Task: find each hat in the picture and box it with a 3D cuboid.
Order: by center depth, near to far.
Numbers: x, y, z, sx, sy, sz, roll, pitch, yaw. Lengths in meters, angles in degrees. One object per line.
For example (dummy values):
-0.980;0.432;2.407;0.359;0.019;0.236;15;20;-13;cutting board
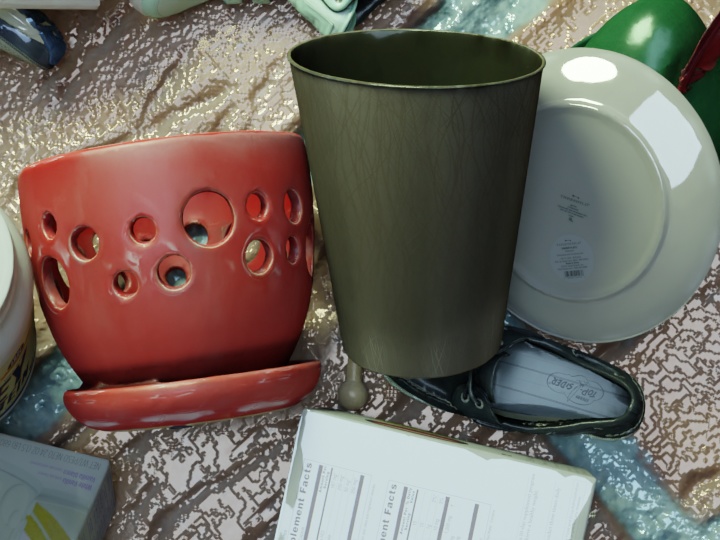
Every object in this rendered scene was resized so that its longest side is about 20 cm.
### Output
0.188;-0.156;0.920;0.200;0.177;0.165;-42;59;-12;hat

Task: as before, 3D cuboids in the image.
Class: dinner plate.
0.146;-0.047;0.945;0.198;0.024;0.203;9;108;30;dinner plate

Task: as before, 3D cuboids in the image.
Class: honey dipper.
0.000;0.000;1.020;0.037;0.038;0.204;5;88;6;honey dipper

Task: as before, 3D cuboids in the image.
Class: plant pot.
-0.125;0.010;0.948;0.197;0.200;0.186;-5;88;5;plant pot

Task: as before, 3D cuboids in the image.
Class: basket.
0.037;-0.044;0.927;0.178;0.135;0.203;15;118;34;basket

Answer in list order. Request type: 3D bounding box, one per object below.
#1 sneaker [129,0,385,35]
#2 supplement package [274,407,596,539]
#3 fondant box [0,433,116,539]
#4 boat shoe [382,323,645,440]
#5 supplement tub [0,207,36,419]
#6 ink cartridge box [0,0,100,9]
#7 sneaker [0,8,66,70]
-0.066;-0.209;1.024;0.198;0.074;0.119;-26;75;0;sneaker
0.050;0.168;0.953;0.197;0.114;0.111;13;86;6;supplement package
-0.268;0.208;0.955;0.142;0.059;0.202;12;48;6;fondant box
0.104;0.076;0.982;0.197;0.066;0.076;19;87;8;boat shoe
-0.283;0.026;0.907;0.143;0.200;0.147;4;71;-11;supplement tub
-0.282;-0.262;0.994;0.197;0.088;0.147;0;46;-13;ink cartridge box
-0.310;-0.188;1.056;0.198;0.077;0.086;28;94;17;sneaker
